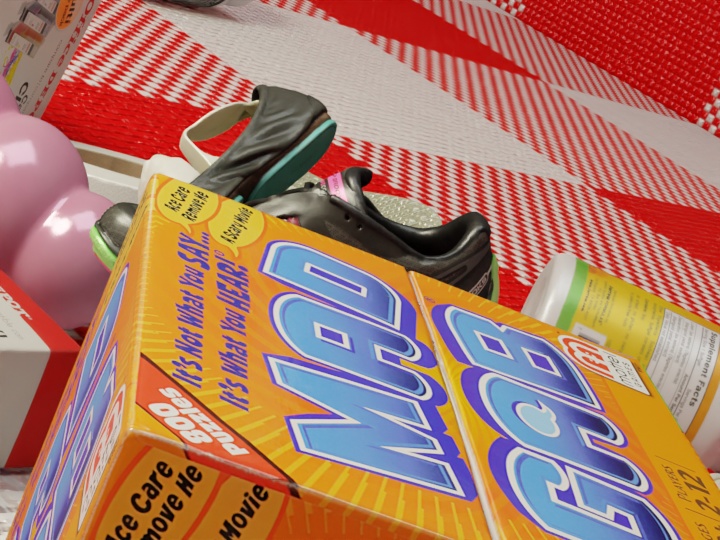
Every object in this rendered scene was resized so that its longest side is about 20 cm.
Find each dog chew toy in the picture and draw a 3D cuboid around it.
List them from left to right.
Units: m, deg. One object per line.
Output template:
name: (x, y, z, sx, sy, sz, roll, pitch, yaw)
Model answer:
dog chew toy: (-0.208, -0.042, 0.875, 0.199, 0.125, 0.124, 35, 18, 6)

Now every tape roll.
tape roll: (-0.157, -0.050, 1.029, 0.201, 0.037, 0.203, 16, 6, -2)

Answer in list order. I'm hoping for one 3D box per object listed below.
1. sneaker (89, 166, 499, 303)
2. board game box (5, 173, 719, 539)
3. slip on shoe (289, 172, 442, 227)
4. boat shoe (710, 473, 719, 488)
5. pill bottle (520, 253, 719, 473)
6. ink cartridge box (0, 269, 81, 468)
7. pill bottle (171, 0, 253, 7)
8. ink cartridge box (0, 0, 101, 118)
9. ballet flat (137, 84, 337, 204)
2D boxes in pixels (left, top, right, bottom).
sneaker: (-0.029, -0.013, 0.750, 0.198, 0.085, 0.077, 7, 19, -15)
board game box: (-0.013, 0.122, 0.507, 0.198, 0.201, 0.200, 20, 18, -13)
slip on shoe: (-0.036, -0.034, 1.205, 0.198, 0.062, 0.074, 15, 43, 7)
boat shoe: (0.211, 0.178, 0.906, 0.074, 0.062, 0.200, 28, 19, 2)
pill bottle: (0.204, 0.078, 1.110, 0.198, 0.112, 0.111, 25, 16, 0)
ink cartridge box: (-0.211, 0.033, 0.720, 0.116, 0.068, 0.199, 37, 20, 35)
pill bottle: (-0.205, -0.376, 1.886, 0.113, 0.115, 0.199, 35, 18, 29)
ink cartridge box: (-0.283, -0.182, 1.044, 0.144, 0.146, 0.200, 28, 0, 8)
ballet flat: (-0.088, -0.046, 0.921, 0.068, 0.068, 0.200, 33, 44, 7)
